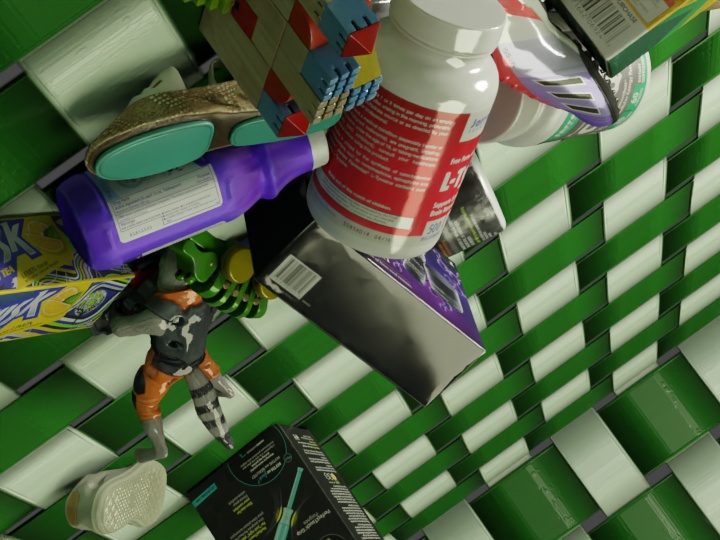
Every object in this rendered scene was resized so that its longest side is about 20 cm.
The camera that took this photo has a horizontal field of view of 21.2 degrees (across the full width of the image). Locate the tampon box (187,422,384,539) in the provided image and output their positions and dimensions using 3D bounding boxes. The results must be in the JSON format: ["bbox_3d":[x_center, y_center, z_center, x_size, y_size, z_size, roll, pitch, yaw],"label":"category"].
[{"bbox_3d":[-0.082,0.311,2.327,0.150,0.201,0.126,-38,163,9],"label":"tampon box"}]

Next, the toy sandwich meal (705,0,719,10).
[{"bbox_3d":[0.294,-0.265,1.668,0.204,0.071,0.205,-9,-170,2],"label":"toy sandwich meal"}]

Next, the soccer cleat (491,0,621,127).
[{"bbox_3d":[0.134,-0.169,1.532,0.073,0.068,0.200,-48,127,-1],"label":"soccer cleat"}]

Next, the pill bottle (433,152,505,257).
[{"bbox_3d":[0.021,-0.043,1.720,0.199,0.107,0.106,-25,164,5],"label":"pill bottle"}]

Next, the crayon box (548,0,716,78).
[{"bbox_3d":[0.242,-0.266,1.547,0.200,0.126,0.052,-36,164,2],"label":"crayon box"}]

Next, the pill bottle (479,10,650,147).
[{"bbox_3d":[0.156,-0.167,1.666,0.199,0.113,0.113,-15,154,-50],"label":"pill bottle"}]

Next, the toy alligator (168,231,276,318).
[{"bbox_3d":[-0.123,-0.002,1.560,0.200,0.059,0.055,29,82,-45],"label":"toy alligator"}]

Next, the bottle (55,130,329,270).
[{"bbox_3d":[-0.121,-0.066,1.417,0.199,0.084,0.066,-22,119,-15],"label":"bottle"}]

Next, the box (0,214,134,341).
[{"bbox_3d":[-0.260,0.007,1.395,0.064,0.070,0.200,-47,160,27],"label":"box"}]

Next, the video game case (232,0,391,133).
[{"bbox_3d":[-0.027,-0.155,1.500,0.199,0.024,0.182,-18,156,-48],"label":"video game case"}]

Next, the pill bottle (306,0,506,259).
[{"bbox_3d":[0.038,-0.118,1.450,0.112,0.112,0.201,-18,139,-45],"label":"pill bottle"}]

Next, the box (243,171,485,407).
[{"bbox_3d":[0.000,0.000,1.596,0.200,0.141,0.079,38,107,-28],"label":"box"}]

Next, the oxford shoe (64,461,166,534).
[{"bbox_3d":[-0.258,0.241,2.059,0.057,0.076,0.200,3,-178,17],"label":"oxford shoe"}]

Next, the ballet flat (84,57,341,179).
[{"bbox_3d":[-0.109,-0.115,1.363,0.199,0.066,0.071,-14,158,-26],"label":"ballet flat"}]

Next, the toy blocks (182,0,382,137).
[{"bbox_3d":[-0.038,-0.161,1.265,0.100,0.137,0.200,-27,161,-28],"label":"toy blocks"}]

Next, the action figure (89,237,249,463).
[{"bbox_3d":[-0.136,0.050,1.664,0.199,0.104,0.194,-31,135,-32],"label":"action figure"}]
